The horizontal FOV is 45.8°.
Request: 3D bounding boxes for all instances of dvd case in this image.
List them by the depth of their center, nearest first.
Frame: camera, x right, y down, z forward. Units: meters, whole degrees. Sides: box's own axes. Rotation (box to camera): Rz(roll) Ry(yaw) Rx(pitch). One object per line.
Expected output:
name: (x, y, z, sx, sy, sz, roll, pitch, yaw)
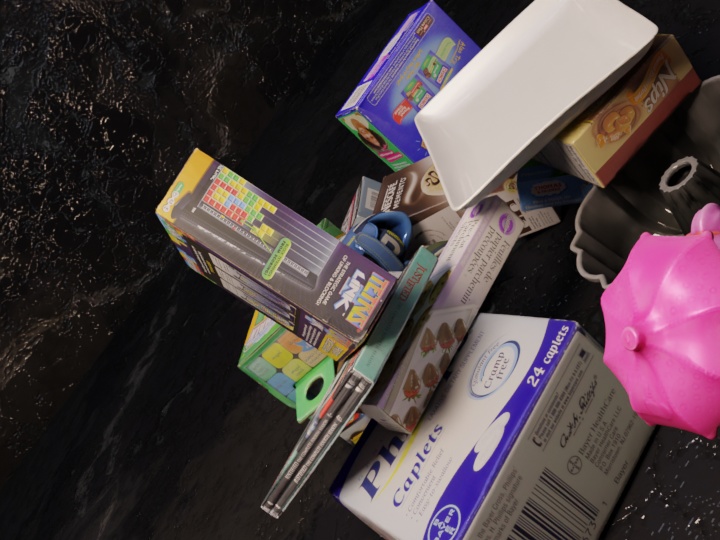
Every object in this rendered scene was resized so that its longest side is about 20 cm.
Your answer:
dvd case: (-0.010, 0.089, 0.665, 0.201, 0.022, 0.147, -58, 0, 42)

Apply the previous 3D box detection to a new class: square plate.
square plate: (0.137, -0.153, 0.715, 0.198, 0.028, 0.201, -41, 28, 17)

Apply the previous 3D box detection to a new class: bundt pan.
bundt pan: (0.256, -0.048, 0.630, 0.202, 0.075, 0.203, -44, 21, 22)

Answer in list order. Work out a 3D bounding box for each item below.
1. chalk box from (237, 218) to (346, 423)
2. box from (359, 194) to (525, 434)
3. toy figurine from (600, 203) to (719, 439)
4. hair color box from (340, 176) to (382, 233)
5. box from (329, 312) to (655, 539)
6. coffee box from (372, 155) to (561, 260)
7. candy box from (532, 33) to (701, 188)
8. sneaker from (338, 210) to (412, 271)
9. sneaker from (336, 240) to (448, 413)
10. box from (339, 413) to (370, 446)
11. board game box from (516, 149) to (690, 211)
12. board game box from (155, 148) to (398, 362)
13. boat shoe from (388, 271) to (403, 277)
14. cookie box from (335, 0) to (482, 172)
chalk box: (-0.043, 0.070, 0.915, 0.124, 0.123, 0.201, -41, 22, 29)
box: (0.065, 0.032, 0.673, 0.202, 0.039, 0.041, -58, 21, -19)
toy figurine: (0.206, 0.038, 0.434, 0.149, 0.183, 0.202, -23, 34, 53)
hair color box: (-0.010, -0.005, 1.089, 0.100, 0.060, 0.202, -82, 14, -56)
box: (0.092, 0.138, 0.641, 0.185, 0.104, 0.199, -57, 19, -15)
coffee box: (0.115, -0.080, 0.935, 0.198, 0.080, 0.114, -22, 32, 29)
candy box: (0.182, -0.152, 0.741, 0.116, 0.055, 0.200, -47, 26, 1)
sneaker: (0.000, 0.000, 0.832, 0.082, 0.074, 0.201, -33, 17, 29)
sneaker: (0.051, 0.047, 0.829, 0.202, 0.067, 0.089, -56, 17, -24)
box: (0.045, 0.085, 0.935, 0.136, 0.040, 0.202, -39, 24, 31)
board game box: (0.229, -0.140, 0.814, 0.148, 0.037, 0.202, -8, 38, 20)
board game box: (-0.063, -0.001, 0.656, 0.057, 0.164, 0.200, -59, 0, -11)
boat shoe: (0.033, 0.102, 0.771, 0.068, 0.070, 0.205, 3, 90, 38)
cookie box: (0.098, -0.194, 1.058, 0.172, 0.199, 0.075, -54, 19, -11)
